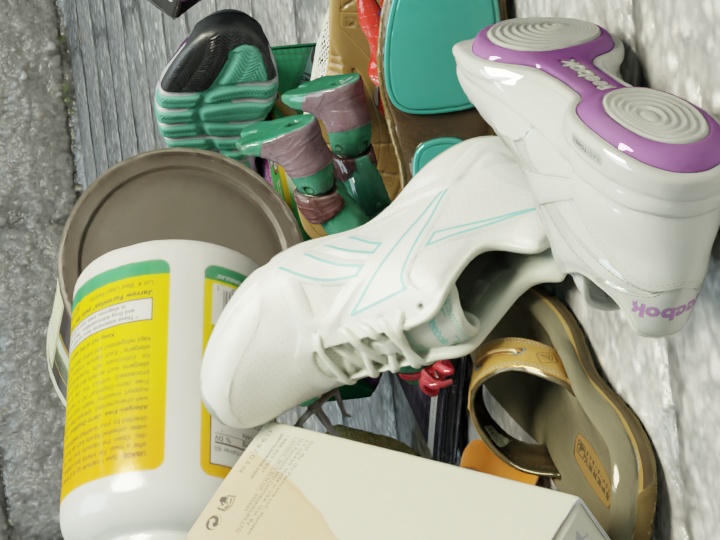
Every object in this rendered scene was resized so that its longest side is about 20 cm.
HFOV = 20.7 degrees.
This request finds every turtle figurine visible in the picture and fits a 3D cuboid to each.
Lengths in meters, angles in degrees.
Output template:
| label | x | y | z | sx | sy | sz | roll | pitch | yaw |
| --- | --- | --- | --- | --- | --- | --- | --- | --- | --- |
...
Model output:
| label | x | y | z | sx | sy | sz | roll | pitch | yaw |
| --- | --- | --- | --- | --- | --- | --- | --- | --- | --- |
| turtle figurine | 0.000 | 0.000 | 1.085 | 0.150 | 0.100 | 0.201 | -75 | -32 | -68 |

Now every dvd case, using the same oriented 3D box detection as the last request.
| label | x | y | z | sx | sy | sz | roll | pitch | yaw |
| --- | --- | --- | --- | --- | --- | --- | --- | --- | --- |
| dvd case | 0.030 | -0.001 | 1.200 | 0.200 | 0.016 | 0.149 | -114 | 22 | -52 |

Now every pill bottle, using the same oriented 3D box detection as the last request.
| label | x | y | z | sx | sy | sz | roll | pitch | yaw |
| --- | --- | --- | --- | --- | --- | --- | --- | --- | --- |
| pill bottle | -0.099 | 0.095 | 1.034 | 0.113 | 0.112 | 0.201 | 106 | 164 | -59 |

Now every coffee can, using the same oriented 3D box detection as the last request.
| label | x | y | z | sx | sy | sz | roll | pitch | yaw |
| --- | --- | --- | --- | --- | --- | --- | --- | --- | --- |
| coffee can | -0.120 | 0.024 | 1.236 | 0.200 | 0.146 | 0.147 | 124 | 137 | -71 |

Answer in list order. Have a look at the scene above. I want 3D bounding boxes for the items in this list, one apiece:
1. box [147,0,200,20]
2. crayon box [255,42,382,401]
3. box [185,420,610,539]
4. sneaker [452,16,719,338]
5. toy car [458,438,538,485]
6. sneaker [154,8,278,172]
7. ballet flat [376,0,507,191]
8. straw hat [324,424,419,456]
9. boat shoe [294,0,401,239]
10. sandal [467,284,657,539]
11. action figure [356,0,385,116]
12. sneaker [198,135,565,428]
| label | x | y | z | sx | sy | sz | roll | pitch | yaw |
| --- | --- | --- | --- | --- | --- | --- | --- | --- | --- |
| box | -0.051 | -0.247 | 1.087 | 0.036 | 0.143 | 0.200 | 35 | 136 | 14 |
| crayon box | -0.027 | -0.030 | 1.262 | 0.119 | 0.058 | 0.201 | 111 | 151 | -62 |
| box | 0.025 | 0.141 | 0.912 | 0.200 | 0.078 | 0.095 | 8 | 144 | 45 |
| sneaker | 0.086 | -0.043 | 0.813 | 0.200 | 0.075 | 0.100 | -121 | 28 | -60 |
| toy car | 0.039 | 0.181 | 1.034 | 0.200 | 0.184 | 0.177 | -59 | 30 | 22 |
| sneaker | -0.096 | -0.116 | 1.242 | 0.200 | 0.074 | 0.088 | 106 | 160 | -58 |
| ballet flat | 0.047 | -0.083 | 1.016 | 0.072 | 0.068 | 0.201 | -77 | -19 | -71 |
| straw hat | -0.001 | 0.145 | 1.244 | 0.085 | 0.201 | 0.201 | -57 | -8 | -29 |
| boat shoe | 0.006 | -0.110 | 1.143 | 0.069 | 0.071 | 0.201 | -83 | 4 | -63 |
| sandal | 0.082 | 0.067 | 0.935 | 0.200 | 0.054 | 0.081 | -119 | 26 | -58 |
| action figure | 0.025 | -0.163 | 1.033 | 0.052 | 0.065 | 0.200 | 30 | 135 | 30 |
| sneaker | 0.011 | 0.016 | 0.942 | 0.070 | 0.200 | 0.080 | 51 | -176 | -44 |
